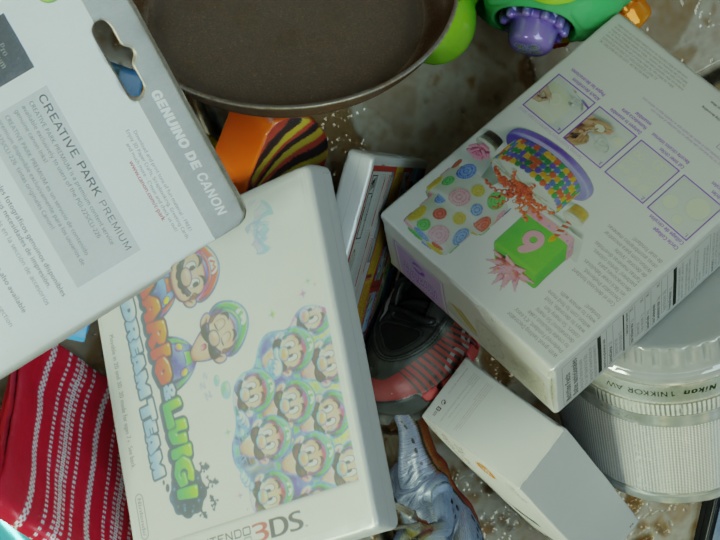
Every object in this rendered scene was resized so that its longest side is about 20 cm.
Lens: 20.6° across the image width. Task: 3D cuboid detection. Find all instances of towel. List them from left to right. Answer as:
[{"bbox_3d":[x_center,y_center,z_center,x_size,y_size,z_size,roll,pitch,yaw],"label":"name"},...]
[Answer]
[{"bbox_3d":[-0.135,0.130,1.179,0.200,0.145,0.022,36,125,-26],"label":"towel"}]

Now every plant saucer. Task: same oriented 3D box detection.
[{"bbox_3d":[-0.043,-0.153,1.141,0.199,0.200,0.032,-21,142,-19],"label":"plant saucer"}]

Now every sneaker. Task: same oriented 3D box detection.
[{"bbox_3d":[0.051,0.002,1.230,0.201,0.071,0.098,-53,141,-28],"label":"sneaker"}]

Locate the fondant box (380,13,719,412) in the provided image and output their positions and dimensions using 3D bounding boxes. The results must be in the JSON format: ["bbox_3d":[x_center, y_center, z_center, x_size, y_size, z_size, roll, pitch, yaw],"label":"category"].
[{"bbox_3d":[0.133,-0.037,1.157,0.200,0.144,0.058,-40,153,-16],"label":"fondant box"}]

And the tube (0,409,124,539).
[{"bbox_3d":[-0.184,0.145,1.157,0.200,0.050,0.077,46,48,0],"label":"tube"}]

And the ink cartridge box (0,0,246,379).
[{"bbox_3d":[-0.177,-0.067,0.925,0.175,0.084,0.201,-31,107,-10],"label":"ink cartridge box"}]

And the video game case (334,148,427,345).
[{"bbox_3d":[0.000,0.000,1.184,0.017,0.200,0.144,16,95,10],"label":"video game case"}]

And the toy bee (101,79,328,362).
[{"bbox_3d":[-0.071,-0.030,1.195,0.108,0.200,0.131,-3,65,-48],"label":"toy bee"}]

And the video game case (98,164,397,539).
[{"bbox_3d":[-0.070,0.064,1.101,0.024,0.182,0.201,6,68,-49],"label":"video game case"}]

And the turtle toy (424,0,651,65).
[{"bbox_3d":[0.099,-0.185,1.220,0.199,0.146,0.102,-12,126,-20],"label":"turtle toy"}]

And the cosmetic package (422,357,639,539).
[{"bbox_3d":[0.111,0.128,1.256,0.051,0.082,0.200,-53,150,-7],"label":"cosmetic package"}]

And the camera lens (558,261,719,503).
[{"bbox_3d":[0.198,0.041,1.255,0.160,0.160,0.200,-36,147,-13],"label":"camera lens"}]

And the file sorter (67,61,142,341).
[{"bbox_3d":[-0.211,-0.060,1.065,0.122,0.200,0.140,12,96,-22],"label":"file sorter"}]

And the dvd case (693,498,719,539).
[{"bbox_3d":[0.329,0.207,1.460,0.199,0.018,0.144,9,98,-26],"label":"dvd case"}]

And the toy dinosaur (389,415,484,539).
[{"bbox_3d":[0.035,0.150,1.296,0.200,0.105,0.183,-17,108,-55],"label":"toy dinosaur"}]
